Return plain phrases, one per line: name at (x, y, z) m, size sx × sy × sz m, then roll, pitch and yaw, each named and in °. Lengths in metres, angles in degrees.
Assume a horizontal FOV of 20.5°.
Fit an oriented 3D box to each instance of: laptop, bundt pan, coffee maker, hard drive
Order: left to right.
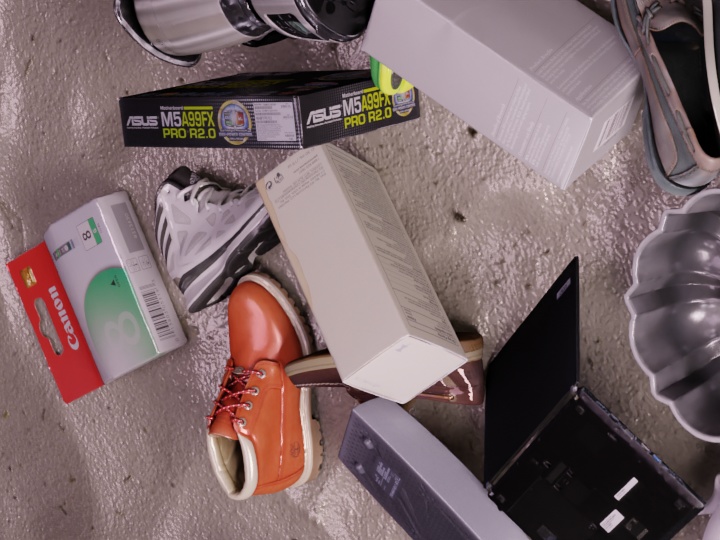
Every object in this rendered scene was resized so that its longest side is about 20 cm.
coffee maker at (-0.083, -0.265, 1.564) m, size 0.199 × 0.134 × 0.193 m, roll -3°, pitch 92°, yaw 38°
hard drive at (0.066, 0.197, 1.673) m, size 0.200 × 0.042 × 0.135 m, roll 45°, pitch 158°, yaw 14°
laptop at (0.178, 0.128, 1.563) m, size 0.200 × 0.103 × 0.177 m, roll 43°, pitch 142°, yaw 9°
bundt pan at (0.298, 0.031, 1.459) m, size 0.201 × 0.076 × 0.203 m, roll 10°, pitch 107°, yaw 36°

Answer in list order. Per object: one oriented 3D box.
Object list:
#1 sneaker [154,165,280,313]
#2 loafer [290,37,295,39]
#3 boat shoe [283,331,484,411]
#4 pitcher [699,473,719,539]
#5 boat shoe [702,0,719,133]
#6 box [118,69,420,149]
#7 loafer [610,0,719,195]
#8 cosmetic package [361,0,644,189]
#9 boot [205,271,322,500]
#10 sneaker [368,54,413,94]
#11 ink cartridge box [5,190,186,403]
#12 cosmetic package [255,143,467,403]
sneaker at (-0.126, -0.058, 1.775) m, size 0.116 × 0.076 × 0.200 m, roll 55°, pitch 131°, yaw 11°
loafer at (-0.114, -0.271, 1.715) m, size 0.200 × 0.072 × 0.063 m, roll 38°, pitch 127°, yaw 21°
boat shoe at (0.021, 0.096, 1.705) m, size 0.199 × 0.072 × 0.072 m, roll -7°, pitch 96°, yaw 33°
pitcher at (0.287, 0.211, 1.494) m, size 0.172 × 0.121 × 0.200 m, roll 45°, pitch 136°, yaw 20°
boat shoe at (0.281, -0.158, 1.409) m, size 0.066 × 0.074 × 0.200 m, roll -12°, pitch 66°, yaw 22°
box at (-0.076, -0.135, 1.660) m, size 0.199 × 0.160 × 0.044 m, roll 4°, pitch 105°, yaw 39°
loafer at (0.232, -0.158, 1.442) m, size 0.063 × 0.072 × 0.201 m, roll 143°, pitch 119°, yaw -68°
cosmetic package at (0.111, -0.165, 1.508) m, size 0.200 × 0.107 × 0.090 m, roll 36°, pitch 141°, yaw 18°
boot at (-0.096, 0.105, 1.777) m, size 0.075 × 0.107 × 0.201 m, roll -4°, pitch 98°, yaw 41°
sneaker at (0.019, -0.240, 1.617) m, size 0.083 × 0.074 × 0.201 m, roll -8°, pitch 85°, yaw 44°
ink cartridge box at (-0.272, 0.033, 1.936) m, size 0.200 × 0.050 × 0.162 m, roll -26°, pitch 85°, yaw 38°
cosmetic package at (0.000, 0.000, 1.631) m, size 0.073 × 0.103 × 0.201 m, roll -34°, pitch 60°, yaw 20°
